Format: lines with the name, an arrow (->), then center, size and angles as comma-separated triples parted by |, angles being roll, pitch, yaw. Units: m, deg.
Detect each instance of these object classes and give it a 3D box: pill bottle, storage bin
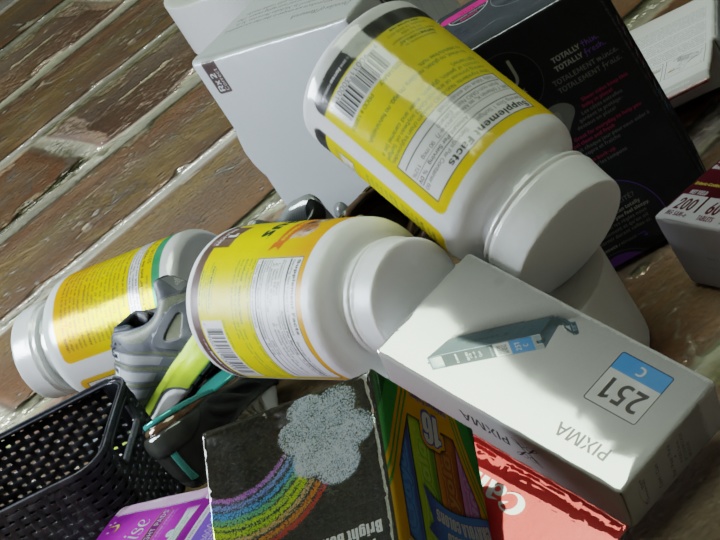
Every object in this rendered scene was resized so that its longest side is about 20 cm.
pill bottle -> -0.197, 0.044, 1.866 | 0.199, 0.113, 0.113 | -20, 26, 33
pill bottle -> 0.066, -0.078, 1.445 | 0.114, 0.114, 0.200 | -40, 64, -17
storage bin -> -0.243, 0.183, 1.669 | 0.199, 0.094, 0.135 | -26, 23, 16
pill bottle -> -0.024, 0.019, 1.489 | 0.200, 0.109, 0.109 | -2, 38, 52

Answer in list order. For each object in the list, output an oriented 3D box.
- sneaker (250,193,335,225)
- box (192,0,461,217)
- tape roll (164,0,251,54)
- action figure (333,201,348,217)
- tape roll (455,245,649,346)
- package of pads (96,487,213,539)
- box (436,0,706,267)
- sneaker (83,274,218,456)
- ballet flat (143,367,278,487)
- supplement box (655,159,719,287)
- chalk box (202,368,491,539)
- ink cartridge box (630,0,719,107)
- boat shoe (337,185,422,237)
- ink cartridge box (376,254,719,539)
sneaker -> 0.000, 0.000, 1.608 | 0.199, 0.116, 0.075 | 8, 55, 27
box -> 0.001, -0.151, 1.877 | 0.200, 0.199, 0.131 | -10, 33, 45
tape roll -> -0.132, -0.341, 2.611 | 0.202, 0.071, 0.203 | -29, 23, 13
action figure -> -0.058, 0.023, 1.801 | 0.118, 0.055, 0.200 | -15, 32, 32
tape roll -> 0.091, 0.061, 1.485 | 0.202, 0.071, 0.203 | -29, 23, 13
package of pads -> -0.101, 0.200, 1.460 | 0.199, 0.076, 0.121 | -15, 25, 38
box -> 0.155, -0.113, 1.580 | 0.122, 0.200, 0.106 | -29, 23, 11
sneaker -> -0.166, 0.077, 1.735 | 0.200, 0.081, 0.074 | -50, -5, 31
ballet flat -> -0.102, 0.111, 1.637 | 0.068, 0.069, 0.200 | -33, 3, 27
supplement box -> 0.306, -0.069, 1.467 | 0.200, 0.061, 0.109 | -40, 22, -16
chalk box -> 0.000, 0.181, 1.245 | 0.124, 0.124, 0.201 | -22, 60, 25
ink cartridge box -> 0.200, -0.130, 1.743 | 0.199, 0.045, 0.176 | -25, 23, 22
boat shoe -> -0.006, -0.013, 1.738 | 0.203, 0.075, 0.075 | -57, -6, -44
ink cartridge box -> 0.087, 0.098, 1.325 | 0.200, 0.045, 0.176 | 28, 66, 36
